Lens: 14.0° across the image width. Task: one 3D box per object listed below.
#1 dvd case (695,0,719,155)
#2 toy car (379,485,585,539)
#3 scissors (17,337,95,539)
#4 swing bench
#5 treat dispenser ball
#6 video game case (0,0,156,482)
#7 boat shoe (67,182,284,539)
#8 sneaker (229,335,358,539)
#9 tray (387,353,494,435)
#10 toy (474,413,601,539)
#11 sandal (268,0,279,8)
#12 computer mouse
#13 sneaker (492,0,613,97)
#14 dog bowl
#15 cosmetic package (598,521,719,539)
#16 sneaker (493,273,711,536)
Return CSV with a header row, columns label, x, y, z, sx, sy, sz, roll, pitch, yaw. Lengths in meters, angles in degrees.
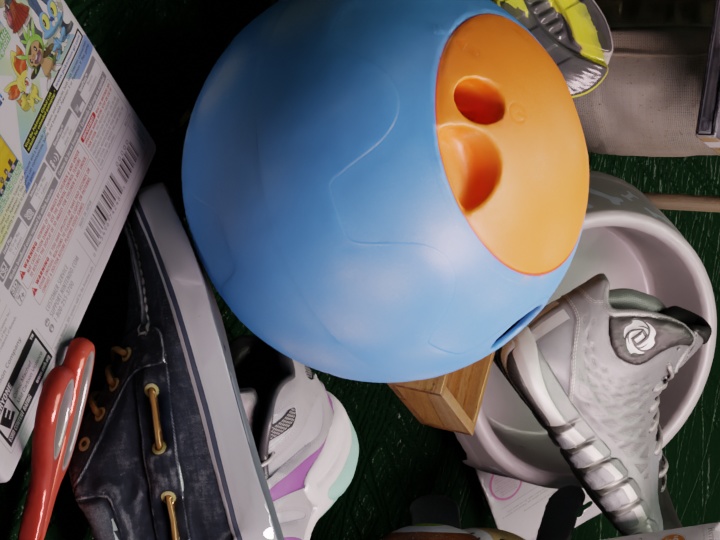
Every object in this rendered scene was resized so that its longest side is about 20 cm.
label,x,y,z,sx,sy,sz,roll,pitch,yaw
dvd case,0.248,-0.122,1.716,0.200,0.016,0.149,27,70,-59
toy car,0.062,0.180,1.681,0.200,0.164,0.158,-63,146,-54
scissors,-0.154,0.131,1.386,0.073,0.014,0.200,-59,161,-80
swing bench,0.186,-0.146,1.825,0.130,0.199,0.200,51,50,-53
treat dispenser ball,0.013,-0.046,1.435,0.201,0.200,0.201,-13,105,-62
video game case,-0.170,-0.034,1.342,0.182,0.022,0.200,60,43,-47
boat shoe,-0.106,0.060,1.429,0.071,0.091,0.201,73,1,-76
sneaker,-0.070,0.113,1.506,0.140,0.078,0.200,63,31,-43
tray,0.064,-0.017,1.646,0.099,0.037,0.200,53,52,-69
toy,0.102,0.072,1.831,0.115,0.047,0.200,-30,120,-19
sandal,-0.013,-0.152,1.513,0.080,0.057,0.201,-46,149,-39
computer mouse,-0.055,-0.136,1.538,0.200,0.034,0.059,-66,147,-33
sneaker,0.075,-0.186,1.723,0.200,0.074,0.085,65,-11,2
dog bowl,0.127,0.041,1.770,0.200,0.059,0.201,-9,110,-25
cosmetic package,0.172,0.230,1.622,0.200,0.082,0.051,-89,168,-50
sneaker,0.171,0.084,1.721,0.115,0.075,0.200,-37,119,-2
